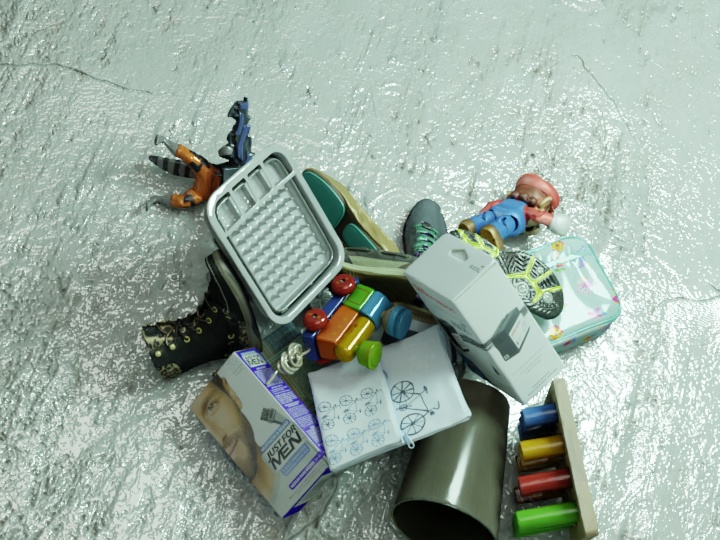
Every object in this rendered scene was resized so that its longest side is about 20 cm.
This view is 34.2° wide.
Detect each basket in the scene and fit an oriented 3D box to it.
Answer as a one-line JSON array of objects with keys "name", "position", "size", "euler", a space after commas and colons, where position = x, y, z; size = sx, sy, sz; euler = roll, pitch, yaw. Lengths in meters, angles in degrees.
[{"name": "basket", "position": [0.132, 0.260, 1.577], "size": [0.135, 0.181, 0.202], "euler": [-6, 51, 30]}]

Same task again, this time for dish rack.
[{"name": "dish rack", "position": [-0.119, -0.046, 1.554], "size": [0.172, 0.043, 0.201], "euler": [-46, 114, -38]}]

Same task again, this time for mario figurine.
[{"name": "mario figurine", "position": [0.235, -0.066, 1.770], "size": [0.199, 0.106, 0.124], "euler": [-30, 70, -39]}]

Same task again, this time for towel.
[{"name": "towel", "position": [-0.095, 0.186, 1.633], "size": [0.146, 0.022, 0.201], "euler": [-33, 75, -22]}]

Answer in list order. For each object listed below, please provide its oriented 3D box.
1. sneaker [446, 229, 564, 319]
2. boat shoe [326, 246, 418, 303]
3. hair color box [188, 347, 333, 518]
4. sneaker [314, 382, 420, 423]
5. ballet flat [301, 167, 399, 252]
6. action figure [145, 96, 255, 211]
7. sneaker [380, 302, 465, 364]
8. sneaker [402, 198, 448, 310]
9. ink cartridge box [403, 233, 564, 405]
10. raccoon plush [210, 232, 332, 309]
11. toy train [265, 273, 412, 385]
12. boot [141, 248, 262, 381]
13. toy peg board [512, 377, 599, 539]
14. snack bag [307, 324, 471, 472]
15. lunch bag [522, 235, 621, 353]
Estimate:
[{"name": "sneaker", "position": [0.200, 0.007, 1.669], "size": [0.199, 0.076, 0.076], "euler": [31, 71, 2]}, {"name": "boat shoe", "position": [0.000, -0.001, 1.685], "size": [0.199, 0.072, 0.066], "euler": [8, 44, 27]}, {"name": "hair color box", "position": [-0.123, 0.214, 1.554], "size": [0.200, 0.065, 0.110], "euler": [47, 109, 17]}, {"name": "sneaker", "position": [0.013, 0.197, 1.597], "size": [0.198, 0.080, 0.079], "euler": [-21, 108, 5]}, {"name": "ballet flat", "position": [-0.015, -0.075, 1.752], "size": [0.201, 0.069, 0.063], "euler": [52, 39, 10]}, {"name": "action figure", "position": [-0.209, -0.163, 1.712], "size": [0.191, 0.105, 0.203], "euler": [5, 106, -17]}, {"name": "sneaker", "position": [0.105, 0.122, 1.676], "size": [0.198, 0.070, 0.110], "euler": [19, 101, -33]}, {"name": "sneaker", "position": [0.100, -0.026, 1.728], "size": [0.073, 0.088, 0.202], "euler": [10, 65, -6]}, {"name": "ink cartridge box", "position": [0.164, 0.064, 1.562], "size": [0.084, 0.145, 0.201], "euler": [-41, 118, -9]}, {"name": "raccoon plush", "position": [-0.136, -0.006, 1.677], "size": [0.097, 0.200, 0.134], "euler": [-41, 37, 1]}, {"name": "toy train", "position": [-0.024, 0.103, 1.556], "size": [0.115, 0.085, 0.200], "euler": [19, 52, 28]}, {"name": "boot", "position": [-0.219, 0.067, 1.564], "size": [0.149, 0.201, 0.074], "euler": [-20, 54, -6]}, {"name": "toy peg board", "position": [0.241, 0.268, 1.567], "size": [0.096, 0.200, 0.202], "euler": [-10, 73, 2]}, {"name": "snack bag", "position": [0.036, 0.163, 1.532], "size": [0.198, 0.022, 0.189], "euler": [-20, 38, 3]}, {"name": "lunch bag", "position": [0.274, 0.040, 1.739], "size": [0.198, 0.077, 0.162], "euler": [-17, 71, -18]}]
